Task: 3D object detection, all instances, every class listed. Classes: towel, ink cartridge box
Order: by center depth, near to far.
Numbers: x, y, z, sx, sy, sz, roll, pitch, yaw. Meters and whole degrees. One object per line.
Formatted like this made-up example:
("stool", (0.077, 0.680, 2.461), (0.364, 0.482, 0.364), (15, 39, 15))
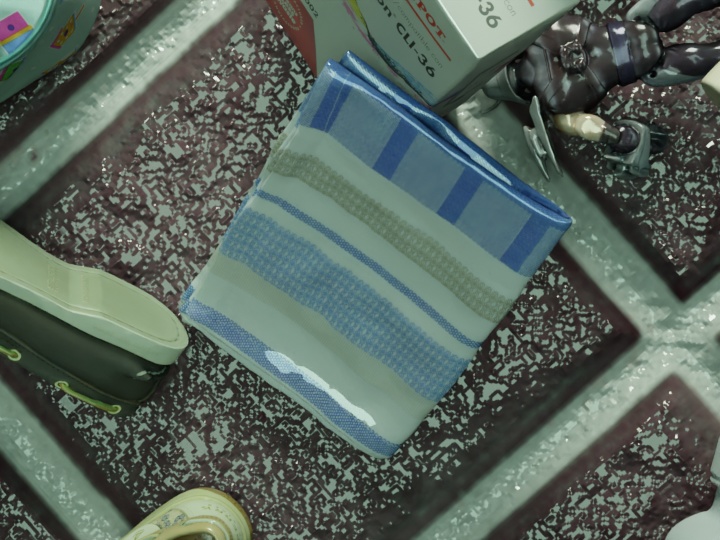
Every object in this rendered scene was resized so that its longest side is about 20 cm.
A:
("ink cartridge box", (0.029, -0.143, 0.818), (0.067, 0.200, 0.117), (-33, 88, -23))
("towel", (0.000, 0.000, 0.865), (0.147, 0.024, 0.200), (37, 129, 2))

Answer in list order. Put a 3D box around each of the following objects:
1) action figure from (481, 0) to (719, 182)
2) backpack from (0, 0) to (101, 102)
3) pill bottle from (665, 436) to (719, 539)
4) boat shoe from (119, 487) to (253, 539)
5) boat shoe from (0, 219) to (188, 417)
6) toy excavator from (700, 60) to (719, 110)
("action figure", (0.151, -0.116, 0.879), (0.200, 0.069, 0.130), (-13, 97, 17))
("backpack", (-0.240, -0.157, 0.871), (0.200, 0.153, 0.176), (-24, 86, 3))
("pill bottle", (0.199, 0.190, 0.860), (0.112, 0.112, 0.200), (13, 93, 5))
("boat shoe", (-0.146, 0.191, 0.916), (0.200, 0.063, 0.073), (-43, 88, 6))
("boat shoe", (-0.191, 0.013, 0.889), (0.201, 0.072, 0.061), (29, 110, -16))
("toy excavator", (0.239, -0.033, 0.805), (0.194, 0.200, 0.100), (45, 94, 2))
